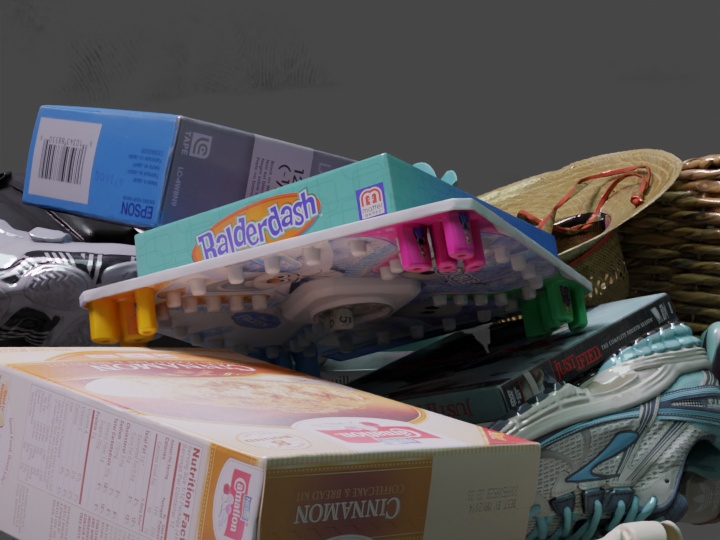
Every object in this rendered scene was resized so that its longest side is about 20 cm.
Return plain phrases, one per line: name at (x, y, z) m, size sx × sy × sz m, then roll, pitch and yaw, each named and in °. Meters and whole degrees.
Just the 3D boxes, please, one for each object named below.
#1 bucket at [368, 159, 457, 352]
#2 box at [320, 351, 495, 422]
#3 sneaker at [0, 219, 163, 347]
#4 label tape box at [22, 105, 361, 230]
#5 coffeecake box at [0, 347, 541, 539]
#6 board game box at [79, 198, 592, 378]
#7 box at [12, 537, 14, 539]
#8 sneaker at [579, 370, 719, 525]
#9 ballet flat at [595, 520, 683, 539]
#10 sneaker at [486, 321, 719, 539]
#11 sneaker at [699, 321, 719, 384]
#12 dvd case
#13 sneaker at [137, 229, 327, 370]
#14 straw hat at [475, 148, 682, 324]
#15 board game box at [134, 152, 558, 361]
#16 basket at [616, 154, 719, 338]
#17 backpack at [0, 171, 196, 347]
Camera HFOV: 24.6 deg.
bucket at (-0.028, -0.001, 1.187) m, size 0.206 × 0.135 × 0.207 m, roll -1°, pitch 13°, yaw 0°
box at (0.048, 0.075, 1.059) m, size 0.199 × 0.039 × 0.041 m, roll -2°, pitch 13°, yaw 1°
sneaker at (-0.192, -0.010, 0.882) m, size 0.199 × 0.075 × 0.115 m, roll -7°, pitch 49°, yaw -18°
label tape box at (-0.075, -0.045, 0.969) m, size 0.200 × 0.066 × 0.143 m, roll 14°, pitch -3°, yaw -42°
coffeecake box at (-0.052, 0.085, 0.685) m, size 0.153 × 0.073 × 0.200 m, roll 4°, pitch 7°, yaw -45°
board game box at (-0.004, 0.021, 0.820) m, size 0.199 × 0.026 × 0.200 m, roll -13°, pitch -17°, yaw 21°
box at (-0.044, 0.131, 0.810) m, size 0.159 × 0.046 × 0.200 m, roll 9°, pitch 17°, yaw 42°
sneaker at (0.141, 0.087, 0.912) m, size 0.090 × 0.075 × 0.200 m, roll -5°, pitch 11°, yaw -35°
ballet flat at (0.128, 0.143, 0.683) m, size 0.068 × 0.068 × 0.200 m, roll -7°, pitch 13°, yaw -21°
sneaker at (0.107, 0.096, 0.767) m, size 0.200 × 0.086 × 0.078 m, roll -27°, pitch -16°, yaw -31°
sneaker at (0.282, 0.081, 0.940) m, size 0.139 × 0.078 × 0.200 m, roll 0°, pitch 16°, yaw -12°
dvd case at (0.067, 0.054, 0.900) m, size 0.146 × 0.022 × 0.200 m, roll -12°, pitch 6°, yaw 37°
sneaker at (-0.091, 0.023, 1.075) m, size 0.077 × 0.080 × 0.200 m, roll -9°, pitch 29°, yaw -43°
straw hat at (0.121, 0.003, 1.046) m, size 0.200 × 0.085 × 0.201 m, roll -21°, pitch 17°, yaw 7°
board game box at (0.000, 0.000, 0.880) m, size 0.152 × 0.045 × 0.200 m, roll -16°, pitch -17°, yaw 26°
basket at (0.282, -0.006, 1.087) m, size 0.200 × 0.143 × 0.149 m, roll 8°, pitch 4°, yaw 41°
backpack at (-0.212, 0.027, 1.024) m, size 0.175 × 0.154 × 0.200 m, roll -16°, pitch 45°, yaw -41°
